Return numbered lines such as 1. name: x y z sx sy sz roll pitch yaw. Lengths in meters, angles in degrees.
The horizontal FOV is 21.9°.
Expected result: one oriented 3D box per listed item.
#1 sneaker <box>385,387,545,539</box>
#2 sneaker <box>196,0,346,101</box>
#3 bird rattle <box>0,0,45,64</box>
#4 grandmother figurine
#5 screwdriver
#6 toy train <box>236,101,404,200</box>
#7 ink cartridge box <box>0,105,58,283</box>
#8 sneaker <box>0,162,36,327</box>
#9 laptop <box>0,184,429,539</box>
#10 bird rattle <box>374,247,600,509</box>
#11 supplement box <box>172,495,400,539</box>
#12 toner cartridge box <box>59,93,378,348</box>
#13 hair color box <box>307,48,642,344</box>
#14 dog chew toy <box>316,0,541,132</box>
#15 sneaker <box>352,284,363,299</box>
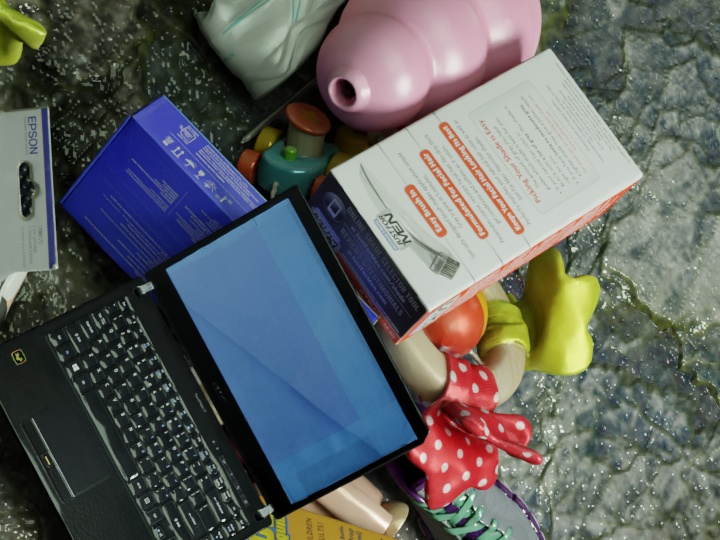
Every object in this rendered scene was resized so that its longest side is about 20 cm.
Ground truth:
1. sneaker: 0.060 0.163 1.283 0.201 0.074 0.088 54 16 -5
2. sneaker: -0.038 -0.213 1.306 0.080 0.070 0.201 42 60 -10
3. bird rattle: -0.289 -0.158 1.079 0.163 0.113 0.200 -53 146 9
4. grandmother figurine: -0.057 0.121 1.240 0.200 0.060 0.122 40 65 -22
5. screwdriver: -0.019 -0.145 1.332 0.200 0.028 0.029 -48 136 -27
6. toy train: 0.018 -0.072 1.271 0.199 0.150 0.056 -4 120 -31
7. ink cartridge box: -0.273 -0.037 1.083 0.198 0.039 0.100 -4 82 3
8. sneaker: -0.243 0.026 1.132 0.073 0.080 0.201 27 84 6
9. laptop: -0.092 0.077 1.106 0.199 0.103 0.178 -28 88 -37
10. bird rattle: 0.064 0.054 1.248 0.163 0.113 0.200 47 47 -3
11. supplement box: -0.059 0.192 1.191 0.199 0.069 0.067 18 31 -17
12. toner cartridge box: -0.091 -0.007 1.186 0.200 0.095 0.043 46 36 0
13. hair color box: 0.074 -0.051 1.213 0.199 0.064 0.111 -30 80 -31
14. dog chew toy: 0.040 -0.155 1.266 0.200 0.124 0.125 -38 103 -48
15. sneaker: 0.000 0.000 1.276 0.199 0.085 0.073 -18 72 -34
